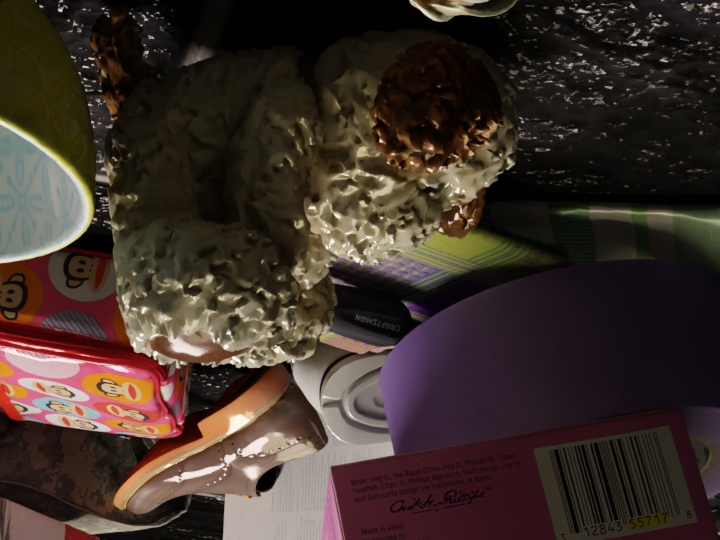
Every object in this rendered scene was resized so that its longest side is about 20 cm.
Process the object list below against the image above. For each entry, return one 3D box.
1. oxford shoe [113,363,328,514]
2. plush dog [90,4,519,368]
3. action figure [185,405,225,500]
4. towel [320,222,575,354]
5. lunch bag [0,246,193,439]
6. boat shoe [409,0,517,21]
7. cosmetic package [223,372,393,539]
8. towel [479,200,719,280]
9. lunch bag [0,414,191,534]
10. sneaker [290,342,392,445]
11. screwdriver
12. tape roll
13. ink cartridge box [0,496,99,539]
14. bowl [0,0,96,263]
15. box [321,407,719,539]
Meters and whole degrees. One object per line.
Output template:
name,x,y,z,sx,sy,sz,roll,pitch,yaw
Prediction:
oxford shoe,-0.100,0.134,1.172,0.073,0.071,0.200,48,134,-7
plush dog,-0.016,-0.049,0.721,0.170,0.162,0.200,-14,175,3
action figure,-0.097,0.170,1.357,0.198,0.105,0.194,-2,149,13
towel,0.000,0.000,0.907,0.143,0.023,0.200,19,154,-29
lunch bag,-0.194,0.042,1.071,0.174,0.083,0.200,10,161,2
boat shoe,0.028,-0.122,0.561,0.199,0.069,0.075,-9,155,35
cosmetic package,-0.024,0.170,1.179,0.150,0.202,0.052,-8,163,34
towel,0.103,-0.002,0.937,0.198,0.024,0.153,2,159,12
lunch bag,-0.243,0.142,1.290,0.199,0.119,0.163,28,151,-34
sneaker,0.054,0.062,1.074,0.198,0.077,0.080,5,-166,-25
screwdriver,0.051,0.042,0.932,0.199,0.029,0.028,21,153,-35
tape roll,0.114,0.078,0.922,0.198,0.086,0.200,-11,154,-5
ink cartridge box,-0.292,0.192,1.155,0.146,0.084,0.200,0,159,25
bowl,-0.194,-0.086,0.664,0.198,0.109,0.200,5,160,2
box,0.073,0.163,0.869,0.174,0.097,0.200,-9,153,-7
